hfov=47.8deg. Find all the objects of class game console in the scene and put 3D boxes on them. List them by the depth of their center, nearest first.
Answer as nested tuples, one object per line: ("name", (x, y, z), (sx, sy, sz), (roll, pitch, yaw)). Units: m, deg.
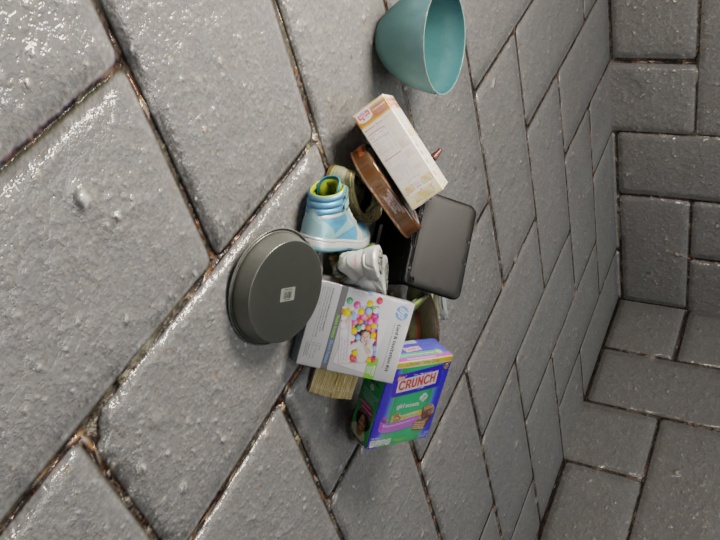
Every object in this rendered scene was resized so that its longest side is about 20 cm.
("game console", (0.119, -0.051, 1.652), (0.116, 0.174, 0.203), (29, 68, -43))

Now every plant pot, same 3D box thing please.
("plant pot", (0.107, -0.450, 1.587), (0.199, 0.133, 0.204), (-26, 121, -56))

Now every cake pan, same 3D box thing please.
("cake pan", (-0.133, 0.032, 1.345), (0.199, 0.036, 0.204), (-25, 124, -45))

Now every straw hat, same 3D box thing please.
("straw hat", (0.096, 0.117, 1.763), (0.084, 0.201, 0.205), (-4, 106, -18))

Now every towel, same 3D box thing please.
("towel", (0.047, 0.122, 1.638), (0.200, 0.023, 0.143), (-49, 168, 35))

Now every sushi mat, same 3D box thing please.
("sushi mat", (-0.029, 0.146, 1.550), (0.094, 0.012, 0.203), (17, 95, -29))

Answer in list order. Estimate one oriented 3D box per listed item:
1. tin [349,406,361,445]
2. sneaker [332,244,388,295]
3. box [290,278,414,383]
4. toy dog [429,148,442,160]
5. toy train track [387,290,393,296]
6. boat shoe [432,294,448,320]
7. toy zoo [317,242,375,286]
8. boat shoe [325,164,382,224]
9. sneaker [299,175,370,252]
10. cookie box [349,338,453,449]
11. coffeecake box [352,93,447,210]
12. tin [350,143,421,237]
("tin", (0.062, 0.297, 1.740), (0.198, 0.042, 0.113), (-26, 133, -25))
("sneaker", (0.000, 0.000, 1.518), (0.200, 0.097, 0.079), (67, 25, -69))
("box", (-0.013, 0.111, 1.486), (0.197, 0.041, 0.159), (15, 94, -23))
("toy dog", (0.113, -0.234, 1.694), (0.097, 0.131, 0.200), (-59, 162, 6))
("toy train track", (0.029, 0.063, 1.698), (0.199, 0.032, 0.117), (-8, 104, -62))
("boat shoe", (0.170, 0.013, 1.767), (0.075, 0.063, 0.206), (-104, -162, -71))
("toy zoo", (-0.042, 0.016, 1.541), (0.198, 0.020, 0.134), (-7, 103, -52))
("boat shoe", (0.001, -0.141, 1.555), (0.201, 0.062, 0.074), (44, 60, -57))
("sneaker", (-0.034, -0.107, 1.476), (0.199, 0.078, 0.133), (-14, 116, -61))
("cookie box", (0.082, 0.247, 1.649), (0.169, 0.075, 0.203), (-3, 117, -37))
("coffeecake box", (0.078, -0.223, 1.514), (0.202, 0.072, 0.154), (57, 14, -4))
("tin", (0.050, -0.149, 1.520), (0.201, 0.041, 0.113), (52, 18, -29))
